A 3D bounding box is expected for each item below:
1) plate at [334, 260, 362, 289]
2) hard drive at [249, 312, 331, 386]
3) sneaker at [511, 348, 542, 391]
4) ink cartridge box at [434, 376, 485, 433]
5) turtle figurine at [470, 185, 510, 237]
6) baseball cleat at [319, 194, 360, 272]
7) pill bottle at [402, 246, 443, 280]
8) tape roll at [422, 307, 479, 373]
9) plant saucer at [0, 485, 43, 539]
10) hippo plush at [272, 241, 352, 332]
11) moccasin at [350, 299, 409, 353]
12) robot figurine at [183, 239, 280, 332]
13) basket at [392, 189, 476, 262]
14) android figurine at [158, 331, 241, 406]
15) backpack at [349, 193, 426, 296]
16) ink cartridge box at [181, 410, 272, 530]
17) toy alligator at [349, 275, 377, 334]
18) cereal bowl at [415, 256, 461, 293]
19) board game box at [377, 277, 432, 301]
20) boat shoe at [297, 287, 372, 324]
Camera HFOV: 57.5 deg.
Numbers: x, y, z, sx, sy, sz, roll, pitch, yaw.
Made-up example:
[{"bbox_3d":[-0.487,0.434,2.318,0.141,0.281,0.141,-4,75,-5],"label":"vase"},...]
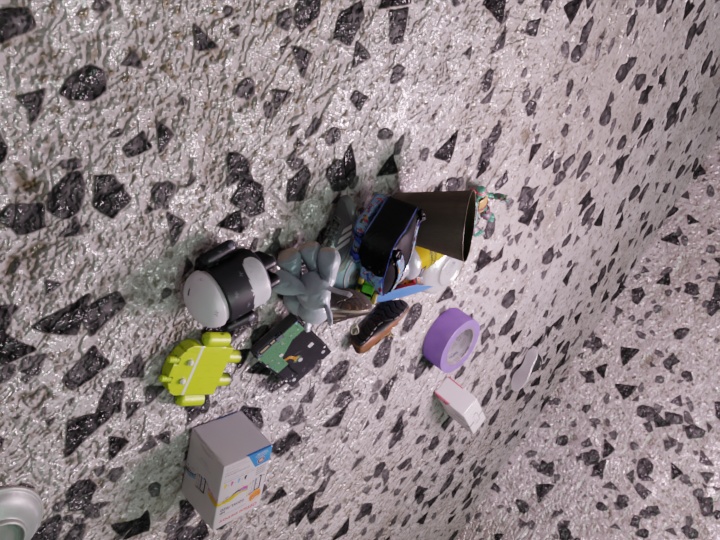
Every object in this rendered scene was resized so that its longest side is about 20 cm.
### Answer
[{"bbox_3d":[0.000,0.000,1.691,0.199,0.025,0.203,-31,139,-32],"label":"plate"},{"bbox_3d":[-0.169,0.197,1.616,0.139,0.038,0.200,-42,144,-2],"label":"hard drive"},{"bbox_3d":[0.730,0.442,2.856,0.099,0.070,0.203,26,93,-49],"label":"sneaker"},{"bbox_3d":[0.366,0.495,2.406,0.083,0.146,0.201,-46,144,-11],"label":"ink cartridge box"},{"bbox_3d":[0.357,-0.187,1.902,0.148,0.101,0.201,-31,155,-9],"label":"turtle figurine"},{"bbox_3d":[-0.061,-0.074,1.523,0.105,0.069,0.203,-17,127,-36],"label":"baseball cleat"},{"bbox_3d":[0.138,-0.045,1.729,0.199,0.111,0.114,-34,140,-36],"label":"pill bottle"},{"bbox_3d":[0.302,0.232,2.178,0.198,0.084,0.203,-30,136,-33],"label":"tape roll"},{"bbox_3d":[-0.697,0.506,1.244,0.198,0.050,0.203,-29,137,-32],"label":"plant saucer"},{"bbox_3d":[-0.101,0.042,1.490,0.160,0.198,0.162,-54,164,-23],"label":"hippo plush"},{"bbox_3d":[0.059,0.159,1.846,0.201,0.073,0.078,-46,153,-19],"label":"moccasin"},{"bbox_3d":[-0.261,0.031,1.327,0.198,0.152,0.125,-30,174,-32],"label":"robot figurine"},{"bbox_3d":[0.175,-0.125,1.626,0.136,0.196,0.184,-50,146,-56],"label":"basket"},{"bbox_3d":[-0.351,0.213,1.432,0.199,0.041,0.184,13,107,-55],"label":"android figurine"},{"bbox_3d":[0.056,-0.051,1.547,0.184,0.133,0.202,-57,165,-36],"label":"backpack"},{"bbox_3d":[-0.323,0.479,1.581,0.146,0.144,0.203,-13,128,-44],"label":"ink cartridge box"},{"bbox_3d":[0.011,0.068,1.694,0.054,0.058,0.203,-77,-175,-69],"label":"toy alligator"},{"bbox_3d":[0.232,-0.017,1.902,0.198,0.083,0.203,-29,137,-31],"label":"cereal bowl"},{"bbox_3d":[0.101,0.044,1.772,0.156,0.040,0.199,-18,169,23],"label":"board game box"},{"bbox_3d":[-0.067,0.092,1.628,0.196,0.075,0.074,4,139,-23],"label":"boat shoe"}]
